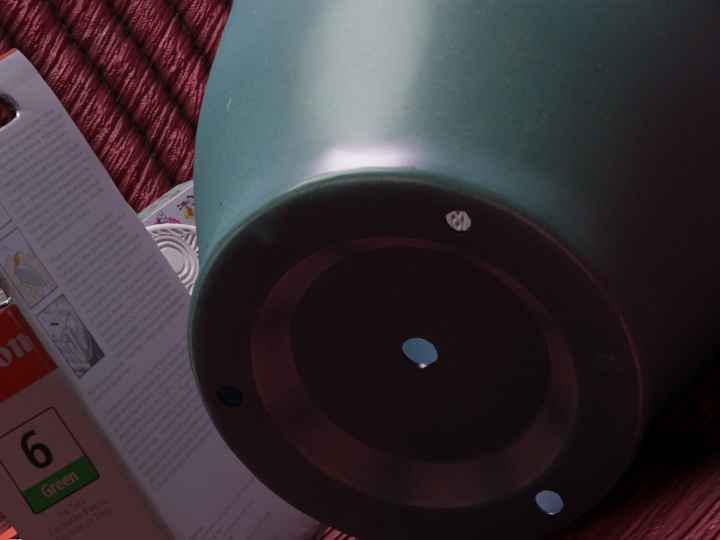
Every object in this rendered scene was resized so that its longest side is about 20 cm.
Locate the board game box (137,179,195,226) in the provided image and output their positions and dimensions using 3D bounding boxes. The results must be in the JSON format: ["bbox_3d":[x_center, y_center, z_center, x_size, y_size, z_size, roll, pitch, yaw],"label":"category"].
[{"bbox_3d":[-0.224,-0.018,2.936,0.200,0.064,0.148,-38,7,-20],"label":"board game box"}]

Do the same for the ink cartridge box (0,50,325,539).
[{"bbox_3d":[-0.096,0.032,0.976,0.050,0.200,0.109,-31,6,24],"label":"ink cartridge box"}]

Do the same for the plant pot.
[{"bbox_3d":[0.037,-0.021,0.881,0.200,0.200,0.188,-31,22,31],"label":"plant pot"}]

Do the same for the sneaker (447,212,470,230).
[{"bbox_3d":[0.087,-0.067,1.500,0.118,0.074,0.200,-6,26,-7],"label":"sneaker"}]

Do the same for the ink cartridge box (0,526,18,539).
[{"bbox_3d":[-0.165,0.095,1.703,0.109,0.050,0.200,-32,5,25],"label":"ink cartridge box"}]

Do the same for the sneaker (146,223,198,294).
[{"bbox_3d":[-0.092,0.013,1.732,0.200,0.075,0.084,-8,-17,-37],"label":"sneaker"}]
